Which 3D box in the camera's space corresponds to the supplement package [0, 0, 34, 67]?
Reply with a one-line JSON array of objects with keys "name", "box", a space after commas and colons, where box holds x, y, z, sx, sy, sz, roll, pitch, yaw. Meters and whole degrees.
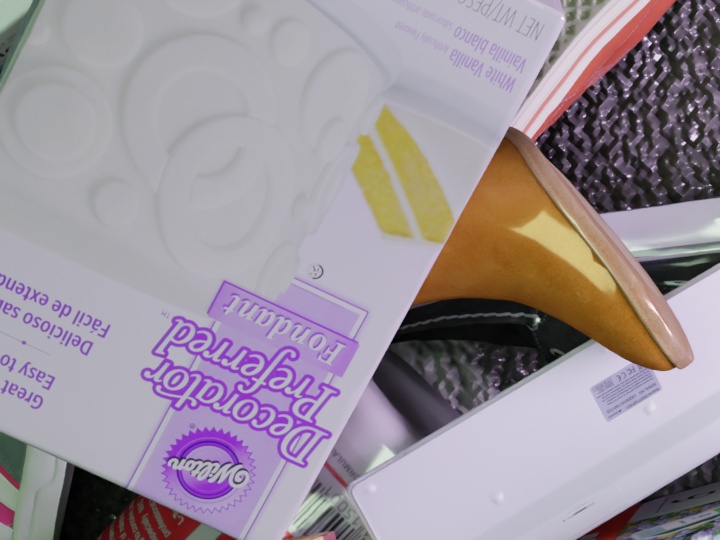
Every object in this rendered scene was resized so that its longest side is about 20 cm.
[{"name": "supplement package", "box": [-0.104, -0.125, 1.047, 0.109, 0.200, 0.114, -37, 79, 11]}]

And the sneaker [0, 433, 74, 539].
[{"name": "sneaker", "box": [-0.167, 0.057, 1.070, 0.120, 0.084, 0.201, 1, 132, -15]}]

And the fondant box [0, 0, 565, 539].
[{"name": "fondant box", "box": [-0.046, -0.031, 0.931, 0.144, 0.058, 0.201, 25, 109, -10]}]

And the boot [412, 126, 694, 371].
[{"name": "boot", "box": [0.000, 0.000, 1.009, 0.144, 0.071, 0.201, -44, 77, 4]}]

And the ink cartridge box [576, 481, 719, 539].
[{"name": "ink cartridge box", "box": [0.105, 0.108, 1.034, 0.199, 0.109, 0.051, -16, 92, 14]}]

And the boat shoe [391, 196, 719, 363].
[{"name": "boat shoe", "box": [0.095, 0.014, 1.068, 0.199, 0.070, 0.067, -8, 84, 7]}]

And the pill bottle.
[{"name": "pill bottle", "box": [-0.043, 0.123, 1.074, 0.200, 0.112, 0.112, -45, 78, 10]}]

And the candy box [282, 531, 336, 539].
[{"name": "candy box", "box": [-0.096, 0.162, 1.002, 0.199, 0.056, 0.117, -13, 88, 15]}]

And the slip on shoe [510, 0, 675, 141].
[{"name": "slip on shoe", "box": [0.049, -0.072, 1.075, 0.200, 0.061, 0.074, -44, 67, 2]}]

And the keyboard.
[{"name": "keyboard", "box": [0.093, 0.046, 1.015, 0.199, 0.011, 0.056, -30, 94, -9]}]
